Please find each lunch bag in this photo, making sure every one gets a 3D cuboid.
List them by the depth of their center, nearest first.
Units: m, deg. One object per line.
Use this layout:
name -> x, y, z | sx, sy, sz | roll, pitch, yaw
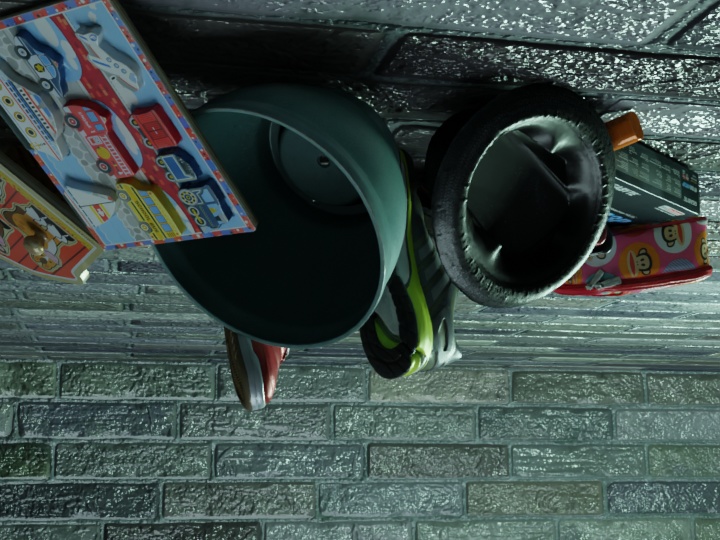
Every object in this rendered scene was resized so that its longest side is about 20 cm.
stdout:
lunch bag -> 0.269, -0.015, 1.283 | 0.176, 0.082, 0.200 | -8, -178, -14

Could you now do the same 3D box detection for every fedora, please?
fedora -> 0.118, -0.070, 0.966 | 0.200, 0.201, 0.092 | 8, -160, -38

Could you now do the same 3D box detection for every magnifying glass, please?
magnifying glass -> 0.156, -0.092, 1.030 | 0.200, 0.080, 0.022 | -22, 176, 39

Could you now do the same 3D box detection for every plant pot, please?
plant pot -> -0.048, -0.061, 0.884 | 0.200, 0.200, 0.134 | -7, -151, 32

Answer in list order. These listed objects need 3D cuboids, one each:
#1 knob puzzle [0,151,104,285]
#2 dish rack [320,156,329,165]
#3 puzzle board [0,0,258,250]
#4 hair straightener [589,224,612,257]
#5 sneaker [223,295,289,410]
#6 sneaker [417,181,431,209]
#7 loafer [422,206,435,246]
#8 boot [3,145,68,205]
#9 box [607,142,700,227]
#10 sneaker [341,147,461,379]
knob puzzle -> -0.331, -0.046, 1.048 | 0.219, 0.030, 0.220 | 24, 151, 15
dish rack -> -0.044, -0.085, 1.092 | 0.153, 0.055, 0.200 | -3, 168, 8
puzzle board -> -0.179, -0.093, 0.807 | 0.151, 0.017, 0.200 | -7, 129, 32
hair straightener -> 0.159, -0.005, 1.179 | 0.200, 0.041, 0.077 | -21, 159, 19
sneaker -> -0.058, 0.034, 0.976 | 0.112, 0.200, 0.071 | -3, 130, -9
sneaker -> 0.116, -0.063, 1.219 | 0.087, 0.074, 0.200 | -43, 153, -7
loafer -> 0.037, -0.028, 1.196 | 0.072, 0.063, 0.200 | 50, 164, -27
boot -> -0.249, -0.073, 1.109 | 0.200, 0.075, 0.107 | 9, -179, -17
box -> 0.215, -0.081, 1.127 | 0.159, 0.046, 0.200 | -8, 168, 37
sneaker -> 0.037, -0.006, 0.970 | 0.074, 0.200, 0.081 | -17, 161, 40
